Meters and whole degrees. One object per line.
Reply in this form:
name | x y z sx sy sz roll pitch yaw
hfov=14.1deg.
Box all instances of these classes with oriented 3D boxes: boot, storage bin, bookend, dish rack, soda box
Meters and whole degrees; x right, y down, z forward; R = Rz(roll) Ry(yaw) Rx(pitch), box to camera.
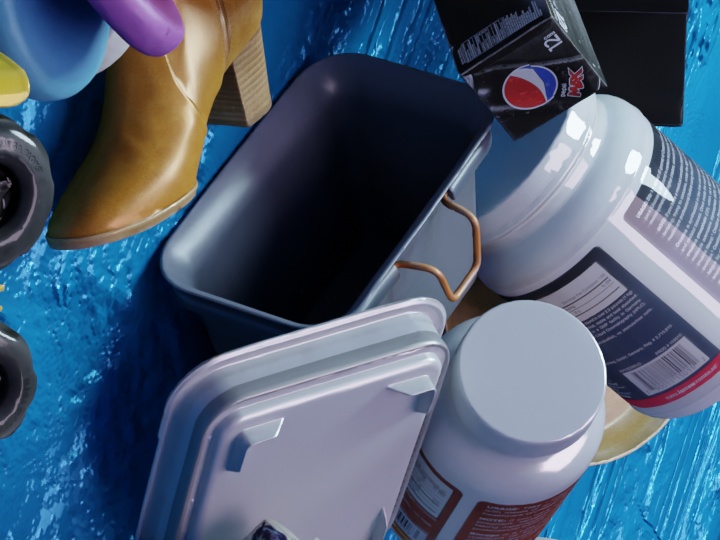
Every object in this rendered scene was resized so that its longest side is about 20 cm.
boot | -0.116 -0.112 1.491 0.201 0.071 0.145 -47 130 -47
storage bin | 0.000 0.000 1.638 0.200 0.145 0.135 -55 149 -33
bookend | 0.156 -0.169 1.787 0.199 0.092 0.201 -68 159 -75
dish rack | -0.033 0.108 1.568 0.171 0.044 0.200 -16 145 -29
soda box | 0.075 -0.171 1.654 0.071 0.063 0.200 46 21 -43

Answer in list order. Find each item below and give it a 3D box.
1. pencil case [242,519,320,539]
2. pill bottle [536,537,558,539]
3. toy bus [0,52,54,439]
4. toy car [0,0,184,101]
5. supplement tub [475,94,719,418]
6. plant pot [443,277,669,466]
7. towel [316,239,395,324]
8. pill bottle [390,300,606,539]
pencil case | -0.094 0.210 1.513 0.200 0.078 0.089 -35 176 -12
pill bottle | 0.112 0.284 1.892 0.114 0.114 0.201 -41 131 -44
toy bus | -0.246 -0.001 1.270 0.192 0.135 0.201 -7 107 -43
toy car | -0.121 -0.162 1.352 0.200 0.150 0.175 -46 144 3
supplement tub | 0.154 -0.017 1.770 0.200 0.140 0.141 39 62 -23
plant pot | 0.131 0.024 1.851 0.199 0.027 0.201 2 86 -31
towel | -0.007 0.095 1.744 0.200 0.024 0.145 -55 139 -33
pill bottle | 0.077 0.092 1.673 0.112 0.112 0.200 -63 179 -24
